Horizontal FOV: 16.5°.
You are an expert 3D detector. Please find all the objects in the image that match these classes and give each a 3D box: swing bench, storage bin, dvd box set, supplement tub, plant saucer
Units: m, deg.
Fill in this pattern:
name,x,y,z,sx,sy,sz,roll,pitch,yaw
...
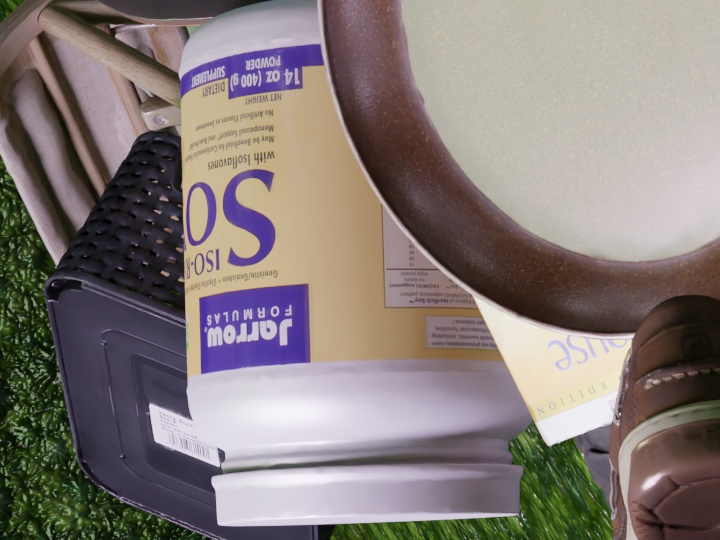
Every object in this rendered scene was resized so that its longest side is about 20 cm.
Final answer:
name,x,y,z,sx,sy,sz,roll,pitch,yaw
swing bench,-0.070,-0.053,1.286,0.199,0.130,0.199,13,144,27
storage bin,-0.064,0.043,1.192,0.134,0.094,0.200,20,148,14
dvd box set,0.078,-0.050,0.871,0.146,0.029,0.201,-24,92,44
supplement tub,0.000,0.000,1.004,0.145,0.144,0.201,137,132,-79
plant saucer,0.073,-0.077,0.819,0.199,0.032,0.201,16,118,33

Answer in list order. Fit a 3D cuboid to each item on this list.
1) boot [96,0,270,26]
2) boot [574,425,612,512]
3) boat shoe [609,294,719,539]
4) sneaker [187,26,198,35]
name,x,y,z,sx,sy,sz,roll,pitch,yaw
boot,-0.049,-0.131,1.086,0.199,0.074,0.075,15,176,31
boot,0.143,0.103,1.135,0.132,0.070,0.200,59,168,-14
boat shoe,0.117,0.073,0.829,0.203,0.074,0.075,83,180,-60
sneaker,-0.064,-0.126,1.421,0.115,0.075,0.201,50,162,37
